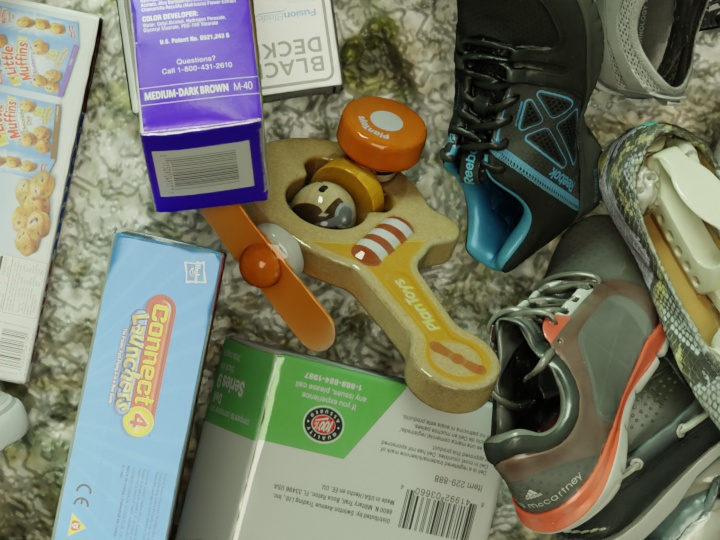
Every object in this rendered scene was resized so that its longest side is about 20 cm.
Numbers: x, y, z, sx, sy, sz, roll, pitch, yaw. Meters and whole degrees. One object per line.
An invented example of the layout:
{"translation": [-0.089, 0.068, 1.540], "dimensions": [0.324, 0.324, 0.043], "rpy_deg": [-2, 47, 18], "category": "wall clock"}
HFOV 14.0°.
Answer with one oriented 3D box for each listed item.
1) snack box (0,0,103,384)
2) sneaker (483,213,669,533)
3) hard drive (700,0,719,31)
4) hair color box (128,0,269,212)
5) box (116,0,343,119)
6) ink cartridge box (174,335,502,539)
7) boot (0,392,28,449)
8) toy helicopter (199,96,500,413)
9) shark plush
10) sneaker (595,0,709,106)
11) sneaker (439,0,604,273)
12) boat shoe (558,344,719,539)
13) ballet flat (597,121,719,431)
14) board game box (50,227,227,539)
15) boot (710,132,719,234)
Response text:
{"translation": [-0.193, -0.045, 1.568], "dimensions": [0.072, 0.024, 0.201], "rpy_deg": [12, 90, 1], "category": "snack box"}
{"translation": [0.106, 0.035, 1.503], "dimensions": [0.077, 0.201, 0.082], "rpy_deg": [-20, 129, 31], "category": "sneaker"}
{"translation": [0.149, -0.224, 1.572], "dimensions": [0.139, 0.038, 0.201], "rpy_deg": [-11, 91, -2], "category": "hard drive"}
{"translation": [-0.084, -0.142, 1.441], "dimensions": [0.064, 0.109, 0.201], "rpy_deg": [-8, 72, -3], "category": "hair color box"}
{"translation": [-0.077, -0.186, 1.554], "dimensions": [0.116, 0.060, 0.201], "rpy_deg": [-7, 90, -1], "category": "box"}
{"translation": [-0.019, 0.149, 1.522], "dimensions": [0.145, 0.084, 0.201], "rpy_deg": [15, 89, -25], "category": "ink cartridge box"}
{"translation": [-0.280, 0.070, 1.529], "dimensions": [0.199, 0.074, 0.096], "rpy_deg": [-15, 103, 0], "category": "boot"}
{"translation": [0.000, 0.000, 1.482], "dimensions": [0.132, 0.200, 0.079], "rpy_deg": [-8, 134, -33], "category": "toy helicopter"}
{"translation": [0.165, 0.114, 1.561], "dimensions": [0.083, 0.091, 0.201], "rpy_deg": [31, 95, 29], "category": "shark plush"}
{"translation": [0.160, -0.179, 1.488], "dimensions": [0.074, 0.082, 0.201], "rpy_deg": [-10, 116, -30], "category": "sneaker"}
{"translation": [0.079, -0.087, 1.497], "dimensions": [0.073, 0.201, 0.082], "rpy_deg": [19, 50, 35], "category": "sneaker"}
{"translation": [0.169, 0.062, 1.539], "dimensions": [0.200, 0.075, 0.060], "rpy_deg": [-51, 132, -14], "category": "boat shoe"}
{"translation": [0.185, 0.011, 1.492], "dimensions": [0.072, 0.072, 0.201], "rpy_deg": [-28, 79, -1], "category": "ballet flat"}
{"translation": [-0.114, 0.082, 1.485], "dimensions": [0.056, 0.196, 0.201], "rpy_deg": [11, 90, -2], "category": "board game box"}
{"translation": [0.244, -0.094, 1.559], "dimensions": [0.095, 0.074, 0.201], "rpy_deg": [21, 72, 20], "category": "boot"}
